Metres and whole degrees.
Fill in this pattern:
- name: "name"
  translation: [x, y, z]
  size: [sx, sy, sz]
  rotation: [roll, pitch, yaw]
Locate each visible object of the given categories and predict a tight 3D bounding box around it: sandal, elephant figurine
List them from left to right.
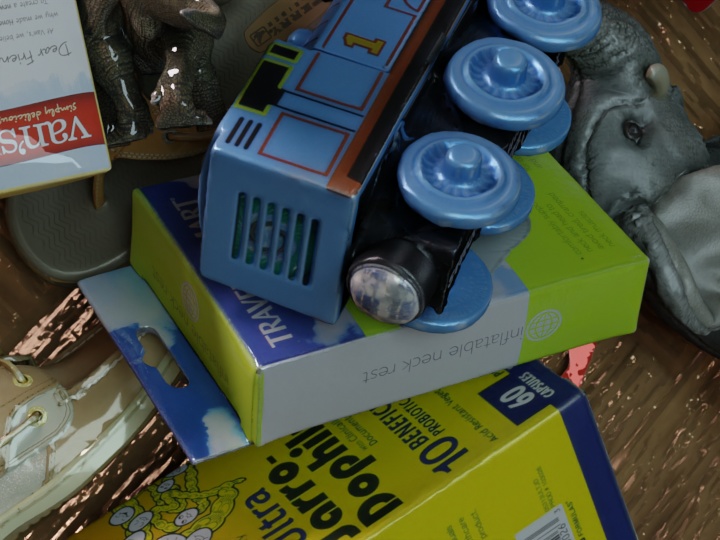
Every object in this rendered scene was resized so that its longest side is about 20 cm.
- name: "sandal"
  translation: [-0.071, -0.076, 0.902]
  size: [0.200, 0.054, 0.080]
  rotation: [-39, 78, -3]
- name: "elephant figurine"
  translation: [0.133, -0.031, 0.963]
  size: [0.200, 0.142, 0.155]
  rotation: [6, 53, -32]

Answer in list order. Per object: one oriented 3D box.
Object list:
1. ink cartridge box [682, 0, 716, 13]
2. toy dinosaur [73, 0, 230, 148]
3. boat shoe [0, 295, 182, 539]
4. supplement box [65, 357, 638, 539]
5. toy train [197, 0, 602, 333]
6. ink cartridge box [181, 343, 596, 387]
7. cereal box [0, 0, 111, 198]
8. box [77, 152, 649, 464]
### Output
- name: "ink cartridge box"
  translation: [0.118, -0.222, 0.885]
  size: [0.084, 0.176, 0.200]
  rotation: [-20, 74, -40]
- name: "toy dinosaur"
  translation: [-0.081, -0.100, 0.806]
  size: [0.077, 0.200, 0.103]
  rotation: [-10, 92, 5]
- name: "boat shoe"
  translation: [-0.148, 0.069, 0.874]
  size: [0.200, 0.074, 0.066]
  rotation: [-45, 105, -14]
- name: "supplement box"
  translation: [0.000, 0.119, 0.891]
  size: [0.200, 0.109, 0.110]
  rotation: [-33, 124, -14]
- name: "toy train"
  translation: [0.018, -0.061, 0.826]
  size: [0.114, 0.087, 0.200]
  rotation: [21, 48, 8]
- name: "ink cartridge box"
  translation: [0.029, 0.009, 0.970]
  size: [0.200, 0.047, 0.160]
  rotation: [25, 79, -19]
- name: "cereal box"
  translation: [-0.179, -0.117, 0.763]
  size: [0.144, 0.040, 0.200]
  rotation: [-13, 94, -25]
- name: "box"
  translation: [0.000, 0.000, 0.870]
  size: [0.200, 0.122, 0.048]
  rotation: [-15, 133, -24]
